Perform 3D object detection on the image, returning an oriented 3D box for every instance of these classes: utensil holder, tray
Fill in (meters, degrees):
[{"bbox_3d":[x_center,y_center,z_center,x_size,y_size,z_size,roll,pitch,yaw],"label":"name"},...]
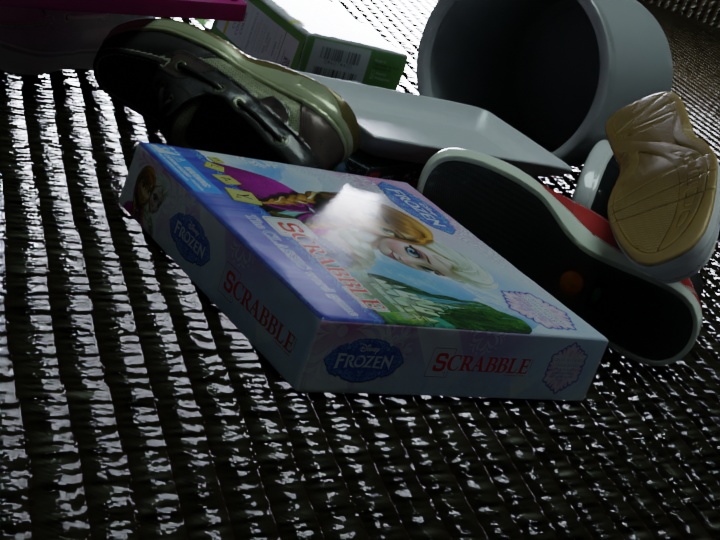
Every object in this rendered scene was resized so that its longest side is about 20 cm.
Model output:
[{"bbox_3d":[0.165,-0.168,1.244,0.169,0.171,0.199,30,18,23],"label":"utensil holder"},{"bbox_3d":[0.049,-0.095,1.018,0.199,0.022,0.107,5,25,-42],"label":"tray"}]

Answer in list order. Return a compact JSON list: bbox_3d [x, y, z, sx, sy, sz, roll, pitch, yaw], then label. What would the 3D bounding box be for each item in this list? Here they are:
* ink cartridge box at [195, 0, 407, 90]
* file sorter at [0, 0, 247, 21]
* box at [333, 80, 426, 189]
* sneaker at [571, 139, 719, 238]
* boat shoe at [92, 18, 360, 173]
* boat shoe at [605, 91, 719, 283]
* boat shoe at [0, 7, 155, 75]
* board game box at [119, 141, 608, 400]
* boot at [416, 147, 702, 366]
[{"bbox_3d":[-0.058,-0.201,1.249,0.103,0.060,0.200,7,24,-36],"label":"ink cartridge box"},{"bbox_3d":[-0.175,-0.250,0.940,0.199,0.126,0.139,-4,33,-40],"label":"file sorter"},{"bbox_3d":[-0.005,-0.090,1.038,0.136,0.038,0.199,31,21,23],"label":"box"},{"bbox_3d":[0.225,-0.049,1.125,0.111,0.074,0.200,25,17,13],"label":"sneaker"},{"bbox_3d":[-0.097,-0.103,0.923,0.199,0.072,0.066,22,50,24],"label":"boat shoe"},{"bbox_3d":[0.195,-0.042,0.906,0.070,0.070,0.201,61,21,-25],"label":"boat shoe"},{"bbox_3d":[-0.207,-0.175,0.997,0.072,0.069,0.199,33,22,29],"label":"boat shoe"},{"bbox_3d":[0.000,0.000,0.792,0.198,0.041,0.200,6,25,-40],"label":"board game box"},{"bbox_3d":[0.133,-0.020,0.956,0.199,0.073,0.144,32,19,5],"label":"boot"}]
